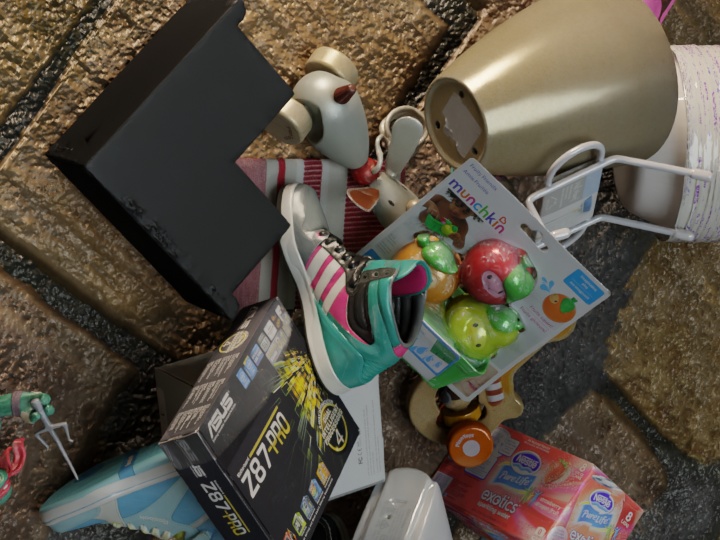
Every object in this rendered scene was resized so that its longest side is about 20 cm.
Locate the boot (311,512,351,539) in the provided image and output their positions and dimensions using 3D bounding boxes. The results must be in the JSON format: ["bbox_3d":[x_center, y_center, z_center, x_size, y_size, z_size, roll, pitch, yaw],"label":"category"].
[{"bbox_3d":[-0.093,0.331,1.796,0.153,0.073,0.204,10,95,-32],"label":"boot"}]

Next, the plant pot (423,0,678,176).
[{"bbox_3d":[0.166,-0.165,1.764,0.200,0.187,0.188,-21,113,-33],"label":"plant pot"}]

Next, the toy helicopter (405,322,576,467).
[{"bbox_3d":[0.127,0.089,1.852,0.200,0.079,0.132,-41,108,9],"label":"toy helicopter"}]

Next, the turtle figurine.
[{"bbox_3d":[-0.343,0.143,1.561,0.200,0.101,0.150,47,59,-17],"label":"turtle figurine"}]

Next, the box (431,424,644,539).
[{"bbox_3d":[0.172,0.231,1.870,0.095,0.200,0.103,42,77,-32],"label":"box"}]

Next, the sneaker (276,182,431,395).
[{"bbox_3d":[0.000,0.000,1.677,0.084,0.120,0.201,12,59,-66],"label":"sneaker"}]

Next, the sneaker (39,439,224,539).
[{"bbox_3d":[-0.178,0.224,1.652,0.199,0.080,0.131,-22,102,13],"label":"sneaker"}]

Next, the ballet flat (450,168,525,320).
[{"bbox_3d":[0.138,-0.027,1.860,0.069,0.071,0.201,-20,113,-35],"label":"ballet flat"}]

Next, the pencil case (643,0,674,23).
[{"bbox_3d":[0.299,-0.310,1.891,0.094,0.091,0.200,38,82,-41],"label":"pencil case"}]

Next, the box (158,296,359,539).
[{"bbox_3d":[-0.082,0.144,1.613,0.161,0.049,0.200,58,33,-21],"label":"box"}]

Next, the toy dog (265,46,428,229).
[{"bbox_3d":[0.005,-0.120,1.717,0.200,0.096,0.132,27,76,-33],"label":"toy dog"}]

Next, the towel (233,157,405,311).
[{"bbox_3d":[-0.045,-0.035,1.766,0.199,0.023,0.145,-2,101,-36],"label":"towel"}]

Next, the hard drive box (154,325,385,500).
[{"bbox_3d":[-0.082,0.146,1.752,0.199,0.077,0.156,-14,109,-31],"label":"hard drive box"}]

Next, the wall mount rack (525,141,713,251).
[{"bbox_3d":[0.236,-0.053,1.775,0.173,0.075,0.200,-24,156,-12],"label":"wall mount rack"}]

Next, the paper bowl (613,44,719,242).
[{"bbox_3d":[0.317,-0.128,1.887,0.104,0.201,0.201,-1,104,-4],"label":"paper bowl"}]

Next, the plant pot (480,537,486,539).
[{"bbox_3d":[0.242,0.365,1.967,0.196,0.200,0.201,39,79,-42],"label":"plant pot"}]

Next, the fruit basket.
[{"bbox_3d":[0.100,0.016,1.730,0.185,0.200,0.094,44,39,-10],"label":"fruit basket"}]

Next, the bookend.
[{"bbox_3d":[-0.131,-0.101,1.631,0.200,0.092,0.199,-50,120,-13],"label":"bookend"}]

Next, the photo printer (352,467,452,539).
[{"bbox_3d":[0.041,0.317,1.828,0.200,0.069,0.167,76,30,-46],"label":"photo printer"}]
